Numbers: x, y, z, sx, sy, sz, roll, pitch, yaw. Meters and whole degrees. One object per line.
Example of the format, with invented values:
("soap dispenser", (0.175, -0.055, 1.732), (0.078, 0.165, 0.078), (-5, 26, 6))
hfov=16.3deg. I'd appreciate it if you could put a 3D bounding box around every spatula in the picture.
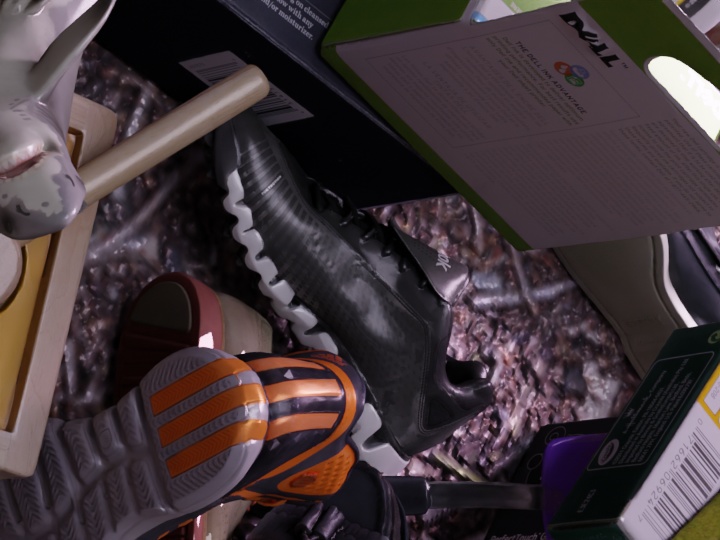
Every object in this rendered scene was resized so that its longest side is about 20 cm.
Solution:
("spatula", (0.046, 0.104, 1.158), (0.021, 0.200, 0.057), (-9, 97, -82))

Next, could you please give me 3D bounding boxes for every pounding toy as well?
("pounding toy", (-0.170, -0.020, 0.995), (0.200, 0.142, 0.184), (23, 71, -35))

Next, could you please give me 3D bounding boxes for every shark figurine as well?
("shark figurine", (-0.106, -0.070, 0.949), (0.215, 0.128, 0.090), (-61, 138, -40))

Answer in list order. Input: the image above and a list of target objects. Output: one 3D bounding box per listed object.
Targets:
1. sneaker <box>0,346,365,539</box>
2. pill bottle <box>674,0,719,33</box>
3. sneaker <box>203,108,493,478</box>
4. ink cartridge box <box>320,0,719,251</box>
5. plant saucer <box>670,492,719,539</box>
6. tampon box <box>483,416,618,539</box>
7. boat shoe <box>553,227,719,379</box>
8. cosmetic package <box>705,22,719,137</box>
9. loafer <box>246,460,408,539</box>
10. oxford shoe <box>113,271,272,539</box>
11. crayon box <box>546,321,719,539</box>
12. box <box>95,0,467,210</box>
("sneaker", (-0.075, 0.087, 1.032), (0.112, 0.200, 0.078), (1, 72, -48))
("pill bottle", (0.086, -0.193, 1.114), (0.200, 0.111, 0.111), (43, 60, -29))
("sneaker", (0.000, 0.000, 1.162), (0.090, 0.066, 0.200), (-25, 110, 7))
("ink cartridge box", (0.105, -0.086, 1.060), (0.148, 0.200, 0.076), (43, 61, -29))
("plant saucer", (0.245, 0.156, 1.116), (0.200, 0.048, 0.200), (-37, 105, -36))
("tampon box", (0.136, 0.184, 1.218), (0.126, 0.150, 0.200), (44, 59, -26))
("boat shoe", (0.156, -0.012, 1.311), (0.066, 0.074, 0.199), (-50, 115, -35))
("cosmetic package", (0.209, -0.126, 1.285), (0.103, 0.200, 0.087), (-30, 105, -38))
("loafer", (-0.033, 0.153, 1.067), (0.063, 0.072, 0.200), (78, 31, -46))
("oxford shoe", (-0.069, 0.105, 1.112), (0.075, 0.070, 0.200), (19, 75, -44))
("crayon box", (0.184, 0.137, 1.135), (0.200, 0.052, 0.126), (50, 56, -19))
("box", (-0.019, -0.156, 1.163), (0.200, 0.104, 0.182), (37, 64, -31))
